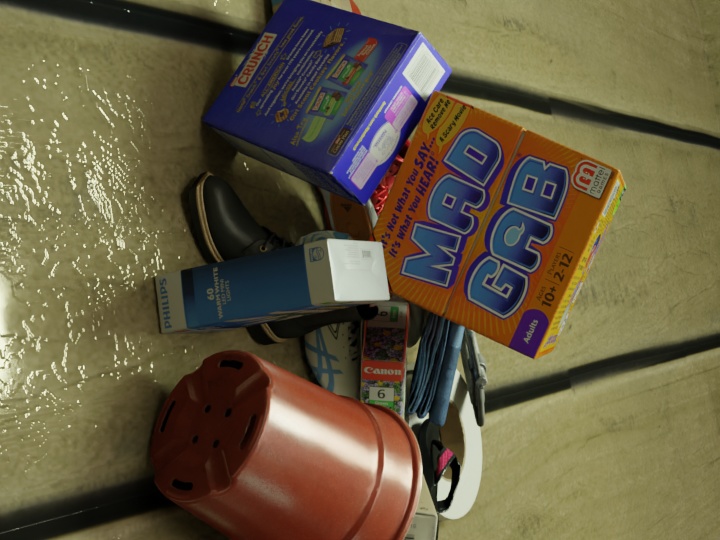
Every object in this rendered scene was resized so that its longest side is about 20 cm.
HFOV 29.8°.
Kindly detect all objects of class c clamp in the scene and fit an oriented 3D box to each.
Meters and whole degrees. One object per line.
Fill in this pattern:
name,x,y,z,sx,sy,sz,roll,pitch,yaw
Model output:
c clamp,0.141,0.100,1.694,0.200,0.027,0.172,-98,179,-62

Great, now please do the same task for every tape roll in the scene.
tape roll,0.094,0.212,1.698,0.203,0.037,0.204,27,57,-54

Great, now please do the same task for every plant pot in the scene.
plant pot,-0.078,0.180,1.268,0.195,0.200,0.202,37,50,-40

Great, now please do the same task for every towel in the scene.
towel,0.095,0.072,1.579,0.112,0.048,0.201,-60,161,-82

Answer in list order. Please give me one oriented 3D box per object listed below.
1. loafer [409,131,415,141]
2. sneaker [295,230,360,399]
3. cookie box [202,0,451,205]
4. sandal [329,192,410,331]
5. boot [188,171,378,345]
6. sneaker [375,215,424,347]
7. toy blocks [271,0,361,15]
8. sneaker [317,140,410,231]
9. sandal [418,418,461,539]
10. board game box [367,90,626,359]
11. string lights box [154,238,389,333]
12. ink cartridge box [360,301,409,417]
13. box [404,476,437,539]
loafer,0.063,-0.167,1.665,0.201,0.067,0.076,-101,-159,-45
sneaker,-0.025,0.055,1.506,0.072,0.072,0.201,-20,101,-62
cookie box,-0.036,-0.178,1.378,0.172,0.200,0.075,-57,139,-9
sandal,-0.006,-0.001,1.556,0.059,0.079,0.208,-40,121,-39
boot,-0.075,-0.023,1.376,0.201,0.138,0.078,61,34,-28
sneaker,0.064,0.002,1.611,0.088,0.075,0.201,-38,142,-36
toy blocks,-0.041,-0.291,1.590,0.200,0.100,0.137,16,55,-58
sneaker,0.018,-0.085,1.583,0.201,0.115,0.078,63,33,-26
sandal,0.093,0.243,1.558,0.200,0.045,0.075,-84,161,-62
board game box,0.141,-0.043,1.400,0.201,0.199,0.200,-66,168,4
string lights box,-0.085,0.016,1.283,0.103,0.199,0.059,1,79,-59
ink cartridge box,0.028,0.093,1.509,0.109,0.050,0.201,-82,175,-54
box,0.027,0.260,1.414,0.200,0.077,0.096,-106,-158,-79
